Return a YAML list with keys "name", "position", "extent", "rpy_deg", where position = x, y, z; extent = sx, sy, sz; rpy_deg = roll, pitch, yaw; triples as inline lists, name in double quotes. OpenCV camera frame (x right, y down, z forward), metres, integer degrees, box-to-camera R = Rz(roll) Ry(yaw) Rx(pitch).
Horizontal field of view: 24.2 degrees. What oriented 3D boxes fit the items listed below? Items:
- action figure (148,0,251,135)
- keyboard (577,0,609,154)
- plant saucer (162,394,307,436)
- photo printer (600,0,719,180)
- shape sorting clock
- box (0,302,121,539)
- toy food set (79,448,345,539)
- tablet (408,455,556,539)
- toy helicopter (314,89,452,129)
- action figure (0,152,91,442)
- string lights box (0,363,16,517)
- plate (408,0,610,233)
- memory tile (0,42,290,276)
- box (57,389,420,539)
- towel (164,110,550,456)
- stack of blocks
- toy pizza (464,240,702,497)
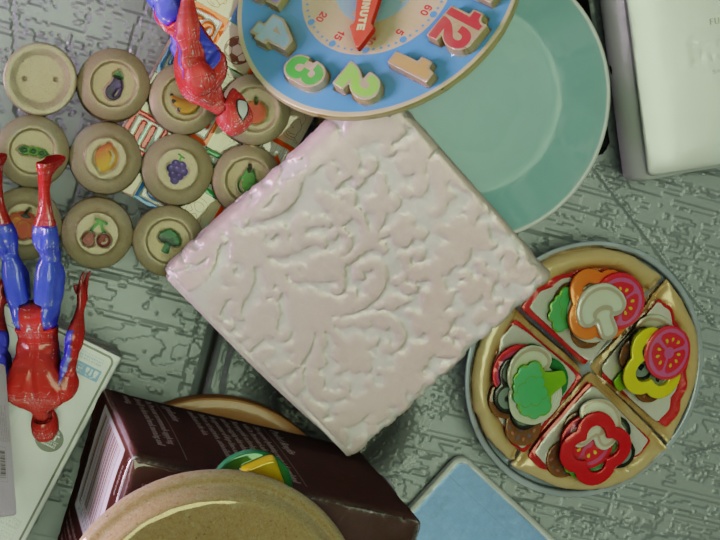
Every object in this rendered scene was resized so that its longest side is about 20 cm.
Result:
- name: "action figure"
  position: [-0.126, -0.180, 1.112]
  extent: [0.052, 0.065, 0.200]
  rpy_deg: [-27, 96, -12]
- name: "keyboard"
  position: [0.127, -0.178, 1.266]
  extent: [0.104, 0.040, 0.200]
  rpy_deg: [-13, 97, -33]
- name: "plant saucer"
  position: [-0.111, 0.192, 1.243]
  extent: [0.200, 0.032, 0.201]
  rpy_deg: [-1, 94, -11]
- name: "photo printer"
  position: [0.265, -0.178, 1.267]
  extent: [0.166, 0.069, 0.200]
  rpy_deg: [-9, 96, -10]
- name: "shape sorting clock"
  position: [0.010, -0.189, 1.119]
  extent: [0.200, 0.039, 0.200]
  rpy_deg: [-6, 64, 14]
- name: "box"
  position: [-0.265, 0.122, 1.192]
  extent: [0.117, 0.060, 0.200]
  rpy_deg: [29, 89, -12]
- name: "toy food set"
  position: [-0.091, 0.214, 1.028]
  extent: [0.198, 0.049, 0.200]
  rpy_deg: [-21, 106, -10]
- name: "tablet"
  position: [0.103, 0.253, 1.299]
  extent: [0.200, 0.014, 0.130]
  rpy_deg: [43, 86, -10]
- name: "toy helicopter"
  position: [0.031, -0.052, 1.230]
  extent: [0.132, 0.079, 0.200]
  rpy_deg: [-32, 104, -7]
- name: "action figure"
  position: [-0.218, 0.021, 1.131]
  extent: [0.065, 0.052, 0.200]
  rpy_deg: [1, 105, 4]
- name: "string lights box"
  position: [-0.332, 0.127, 1.121]
  extent: [0.200, 0.059, 0.103]
  rpy_deg: [-13, 75, 20]
- name: "plate"
  position: [0.077, -0.120, 1.176]
  extent: [0.200, 0.026, 0.201]
  rpy_deg: [-2, 99, -11]
- name: "memory tile"
  position: [-0.151, -0.073, 1.160]
  extent: [0.200, 0.017, 0.154]
  rpy_deg: [7, 93, -11]
- name: "box"
  position: [-0.094, 0.197, 1.136]
  extent: [0.200, 0.166, 0.164]
  rpy_deg: [15, 96, -17]
- name: "towel"
  position: [0.000, 0.000, 1.158]
  extent: [0.200, 0.032, 0.191]
  rpy_deg: [-42, 105, 8]
- name: "stack of blocks"
  position: [-0.092, -0.127, 1.205]
  extent: [0.115, 0.059, 0.200]
  rpy_deg: [28, 89, -11]
- name: "toy pizza"
  position: [0.175, 0.078, 1.275]
  extent: [0.200, 0.032, 0.201]
  rpy_deg: [-3, 101, -18]
